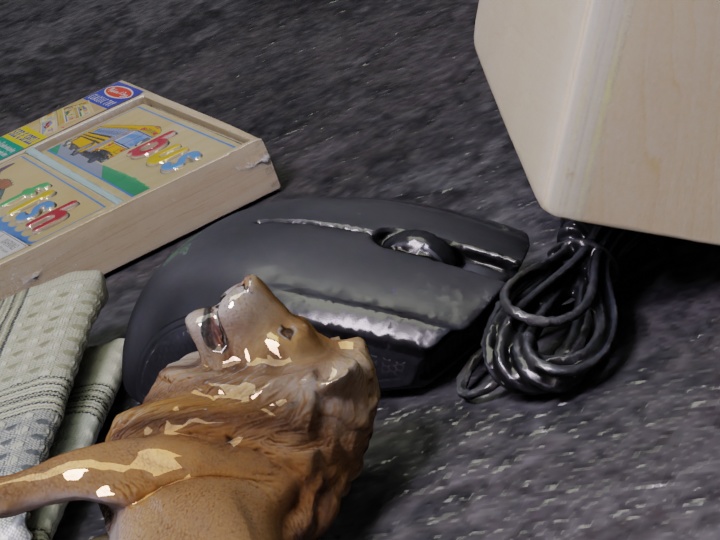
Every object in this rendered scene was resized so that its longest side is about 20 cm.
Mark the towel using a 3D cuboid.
[{"bbox_3d":[-0.178,0.077,0.790,0.191,0.035,0.200,-20,22,11],"label":"towel"}]

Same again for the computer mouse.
[{"bbox_3d":[0.000,0.000,0.769,0.199,0.053,0.139,-10,24,27],"label":"computer mouse"}]

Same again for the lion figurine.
[{"bbox_3d":[-0.045,0.082,0.603,0.121,0.073,0.201,-8,34,-3],"label":"lion figurine"}]

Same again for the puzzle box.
[{"bbox_3d":[-0.131,-0.038,1.030,0.132,0.026,0.200,-27,21,-17],"label":"puzzle box"}]

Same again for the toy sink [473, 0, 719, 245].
[{"bbox_3d":[0.113,-0.102,0.765,0.111,0.131,0.200,9,19,-8],"label":"toy sink"}]
